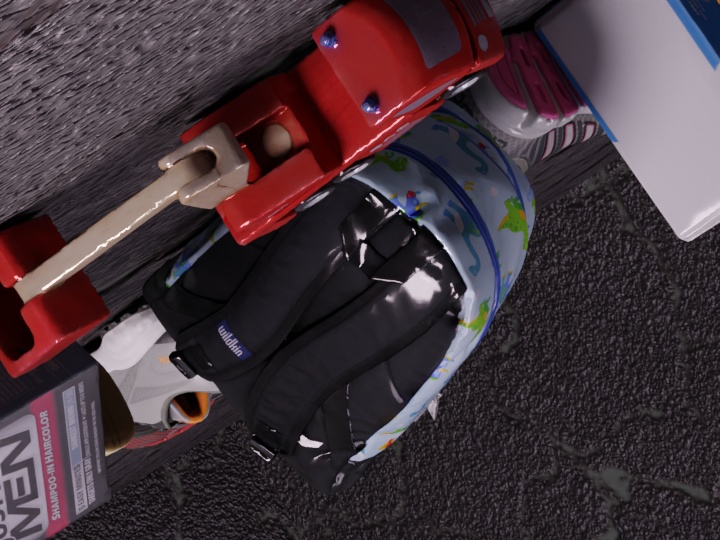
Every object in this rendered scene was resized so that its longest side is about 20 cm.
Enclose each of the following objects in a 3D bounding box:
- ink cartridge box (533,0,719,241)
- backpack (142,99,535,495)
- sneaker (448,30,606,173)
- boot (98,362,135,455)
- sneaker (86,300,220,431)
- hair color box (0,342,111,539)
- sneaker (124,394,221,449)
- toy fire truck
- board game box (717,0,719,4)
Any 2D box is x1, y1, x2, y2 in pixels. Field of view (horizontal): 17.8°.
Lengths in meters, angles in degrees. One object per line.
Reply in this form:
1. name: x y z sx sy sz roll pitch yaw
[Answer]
1. ink cartridge box: 0.203 -0.116 1.299 0.086 0.147 0.200 -37 175 32
2. backpack: 0.000 0.000 1.188 0.154 0.163 0.200 -41 174 -29
3. sneaker: 0.096 -0.093 1.297 0.087 0.074 0.200 -35 172 30
4. boot: -0.220 0.111 1.227 0.155 0.073 0.200 -37 172 21
5. sneaker: -0.138 0.072 1.433 0.074 0.079 0.200 -33 178 -34
6. hair color box: -0.212 0.106 1.041 0.200 0.061 0.099 -31 142 -28
7. sneaker: -0.118 0.061 1.520 0.200 0.071 0.098 -37 175 31
8. toy fire truck: -0.051 -0.040 0.881 0.200 0.049 0.141 -35 175 37
9. board game box: 0.181 -0.123 0.561 0.200 0.200 0.200 -33 177 5
